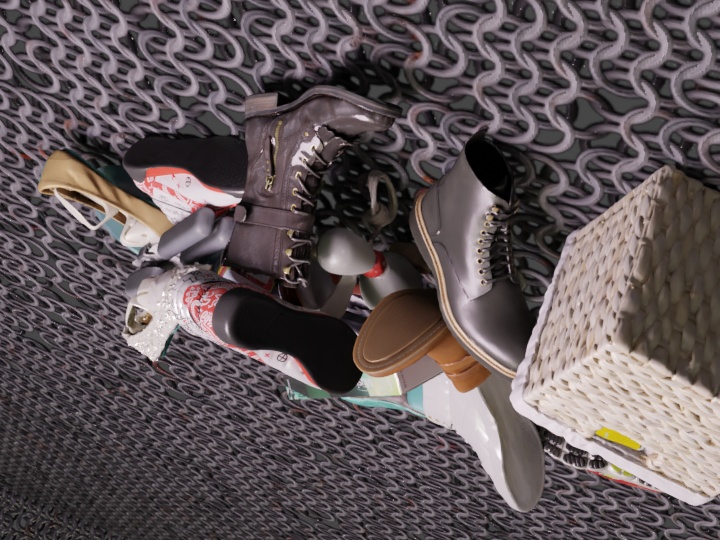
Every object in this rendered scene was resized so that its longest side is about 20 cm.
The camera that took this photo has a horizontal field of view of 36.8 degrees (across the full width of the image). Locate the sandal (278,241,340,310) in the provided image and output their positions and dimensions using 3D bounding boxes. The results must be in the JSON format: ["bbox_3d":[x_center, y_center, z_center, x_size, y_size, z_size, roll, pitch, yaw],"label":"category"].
[{"bbox_3d":[-0.062,0.009,1.146,0.059,0.079,0.207,-12,178,9],"label":"sandal"}]

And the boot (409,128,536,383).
[{"bbox_3d":[0.118,-0.011,0.959,0.200,0.077,0.138,58,152,15],"label":"boot"}]

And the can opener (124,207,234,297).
[{"bbox_3d":[-0.196,-0.014,1.181,0.053,0.067,0.200,20,152,-27],"label":"can opener"}]

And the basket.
[{"bbox_3d":[0.264,0.056,0.903,0.198,0.200,0.161,28,150,-5],"label":"basket"}]

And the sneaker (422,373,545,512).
[{"bbox_3d":[0.142,0.187,1.282,0.116,0.074,0.200,-4,110,52],"label":"sneaker"}]

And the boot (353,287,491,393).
[{"bbox_3d":[0.080,0.071,1.085,0.077,0.200,0.155,24,147,32],"label":"boot"}]

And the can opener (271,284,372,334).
[{"bbox_3d":[-0.037,0.032,1.269,0.200,0.063,0.079,27,-179,19],"label":"can opener"}]

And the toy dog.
[{"bbox_3d":[0.000,0.000,1.090,0.096,0.132,0.200,-1,143,30],"label":"toy dog"}]

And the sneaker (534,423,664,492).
[{"bbox_3d":[0.289,0.219,1.297,0.200,0.077,0.085,24,163,9],"label":"sneaker"}]

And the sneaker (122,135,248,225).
[{"bbox_3d":[-0.153,-0.085,1.153,0.201,0.067,0.108,10,150,34],"label":"sneaker"}]

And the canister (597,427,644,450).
[{"bbox_3d":[0.273,0.115,1.117,0.148,0.087,0.200,19,153,14],"label":"canister"}]

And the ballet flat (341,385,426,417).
[{"bbox_3d":[0.063,0.149,1.378,0.200,0.067,0.070,7,176,19],"label":"ballet flat"}]

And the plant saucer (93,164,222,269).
[{"bbox_3d":[-0.249,-0.054,1.328,0.200,0.027,0.200,20,151,11],"label":"plant saucer"}]

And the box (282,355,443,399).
[{"bbox_3d":[0.024,0.108,1.258,0.200,0.144,0.036,-12,99,49],"label":"box"}]

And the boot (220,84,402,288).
[{"bbox_3d":[-0.047,-0.071,0.967,0.069,0.174,0.200,8,177,-44],"label":"boot"}]

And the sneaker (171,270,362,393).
[{"bbox_3d":[-0.087,0.055,1.026,0.108,0.067,0.201,18,173,42],"label":"sneaker"}]

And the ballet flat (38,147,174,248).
[{"bbox_3d":[-0.276,-0.063,1.238,0.200,0.063,0.069,31,159,-10],"label":"ballet flat"}]

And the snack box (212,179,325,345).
[{"bbox_3d":[-0.116,-0.016,1.156,0.053,0.142,0.200,31,152,-10],"label":"snack box"}]

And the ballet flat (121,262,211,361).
[{"bbox_3d":[-0.217,0.043,1.168,0.072,0.072,0.200,31,145,-8],"label":"ballet flat"}]
